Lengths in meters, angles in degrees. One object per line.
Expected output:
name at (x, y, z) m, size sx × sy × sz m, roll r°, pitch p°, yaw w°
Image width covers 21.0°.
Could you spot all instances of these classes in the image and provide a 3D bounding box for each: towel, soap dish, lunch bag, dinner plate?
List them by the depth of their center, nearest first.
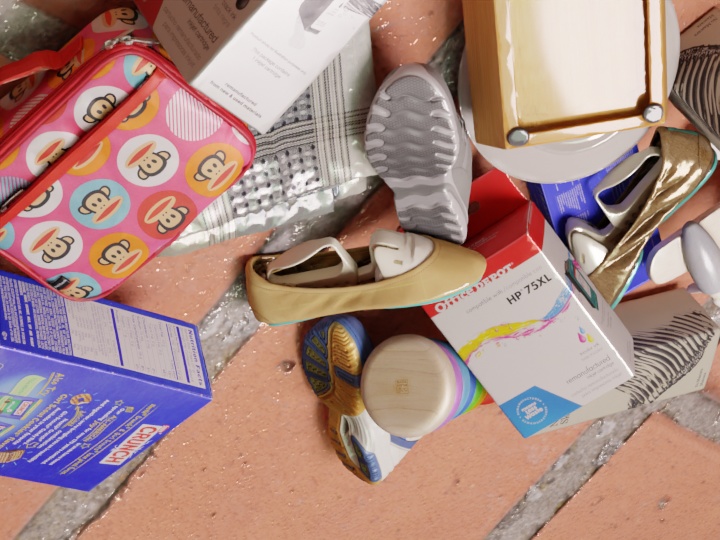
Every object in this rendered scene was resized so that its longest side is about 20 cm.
lunch bag at (-0.192, -0.088, 1.380) m, size 0.200 × 0.082 × 0.176 m, roll -40°, pitch 127°, yaw 16°
soap dish at (0.158, -0.190, 1.472) m, size 0.156 × 0.081 × 0.201 m, roll -9°, pitch 120°, yaw -3°
towel at (-0.075, -0.105, 1.484) m, size 0.191 × 0.035 × 0.201 m, roll -19°, pitch 136°, yaw -17°
dinner plate at (0.173, -0.159, 1.568) m, size 0.199 × 0.024 × 0.201 m, roll -10°, pitch 120°, yaw -17°

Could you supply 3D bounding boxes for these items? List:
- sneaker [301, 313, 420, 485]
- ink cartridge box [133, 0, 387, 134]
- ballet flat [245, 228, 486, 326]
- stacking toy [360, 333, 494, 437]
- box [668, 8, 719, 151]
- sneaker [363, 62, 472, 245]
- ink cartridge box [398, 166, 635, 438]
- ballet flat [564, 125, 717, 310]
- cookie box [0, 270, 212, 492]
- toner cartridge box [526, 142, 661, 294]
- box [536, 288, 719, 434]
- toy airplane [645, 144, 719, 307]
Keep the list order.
sneaker at (0.008, 0.096, 1.707) m, size 0.088 × 0.075 × 0.201 m, roll -38°, pitch 143°, yaw -22°
ink cartridge box at (-0.051, -0.218, 1.314) m, size 0.200 × 0.145 × 0.084 m, roll -46°, pitch 137°, yaw 11°
ballet flat at (0.000, 0.000, 1.565) m, size 0.199 × 0.069 × 0.063 m, roll -12°, pitch 124°, yaw 11°
stacking toy at (0.075, 0.095, 1.688) m, size 0.085 × 0.085 × 0.200 m, roll -50°, pitch 162°, yaw 16°
box at (0.328, -0.125, 1.600) m, size 0.082 × 0.200 × 0.068 m, roll -41°, pitch 136°, yaw 3°
sneaker at (0.048, -0.104, 1.535) m, size 0.074 × 0.082 × 0.201 m, roll 5°, pitch 147°, yaw 10°
ink cartridge box at (0.128, 0.027, 1.626) m, size 0.116 × 0.067 × 0.200 m, roll -32°, pitch 108°, yaw 21°
ballet flat at (0.220, -0.042, 1.650) m, size 0.072 × 0.068 × 0.200 m, roll 25°, pitch 115°, yaw -22°
cookie box at (-0.244, 0.089, 1.485) m, size 0.199 × 0.076 × 0.171 m, roll 18°, pitch 137°, yaw -41°
toner cartridge box at (0.205, -0.052, 1.705) m, size 0.095 × 0.043 × 0.201 m, roll -30°, pitch 138°, yaw -7°
box at (0.230, 0.084, 1.814) m, size 0.199 × 0.068 × 0.083 m, roll -14°, pitch 134°, yaw -22°
toy airplane at (0.371, -0.054, 1.736) m, size 0.198 × 0.141 × 0.201 m, roll 10°, pitch 122°, yaw -38°
